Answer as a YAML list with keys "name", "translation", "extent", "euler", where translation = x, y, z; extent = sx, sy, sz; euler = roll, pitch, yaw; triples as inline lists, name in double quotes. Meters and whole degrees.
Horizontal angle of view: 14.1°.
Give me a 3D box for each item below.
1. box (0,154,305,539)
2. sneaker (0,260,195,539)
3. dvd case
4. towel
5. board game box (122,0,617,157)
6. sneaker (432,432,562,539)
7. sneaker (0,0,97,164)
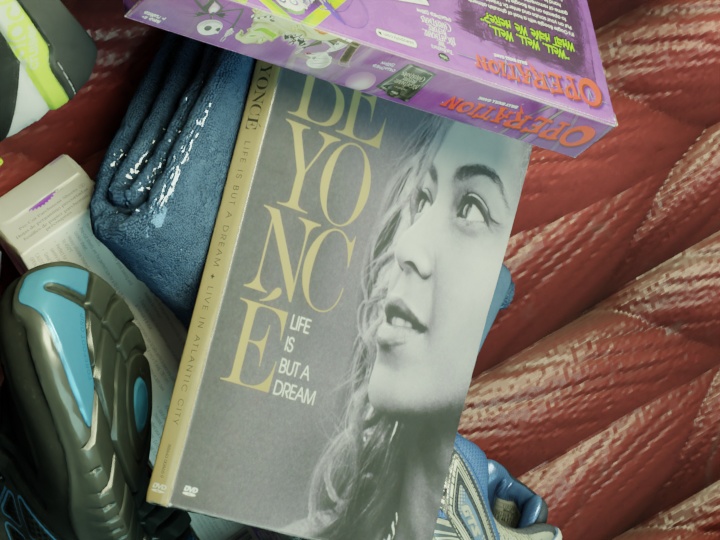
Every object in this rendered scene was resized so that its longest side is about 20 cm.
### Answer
- name: "box"
  translation: [-0.078, 0.043, 1.109]
  extent: [0.041, 0.039, 0.200]
  euler: [-37, 130, -9]
- name: "sneaker"
  translation: [-0.115, 0.076, 1.058]
  extent: [0.082, 0.073, 0.200]
  euler: [3, 137, 10]
- name: "dvd case"
  translation: [0.000, 0.000, 1.065]
  extent: [0.149, 0.016, 0.201]
  euler: [19, 83, -49]
- name: "towel"
  translation: [-0.021, -0.008, 1.089]
  extent: [0.200, 0.048, 0.112]
  euler: [45, 63, -44]
- name: "board game box"
  translation: [-0.001, -0.116, 1.012]
  extent: [0.200, 0.120, 0.032]
  euler: [16, 137, -37]
- name: "sneaker"
  translation: [0.054, 0.130, 1.215]
  extent: [0.085, 0.077, 0.200]
  euler: [-55, 148, -15]
- name: "sneaker"
  translation: [-0.162, -0.101, 0.949]
  extent: [0.083, 0.072, 0.200]
  euler: [-40, 130, -1]
